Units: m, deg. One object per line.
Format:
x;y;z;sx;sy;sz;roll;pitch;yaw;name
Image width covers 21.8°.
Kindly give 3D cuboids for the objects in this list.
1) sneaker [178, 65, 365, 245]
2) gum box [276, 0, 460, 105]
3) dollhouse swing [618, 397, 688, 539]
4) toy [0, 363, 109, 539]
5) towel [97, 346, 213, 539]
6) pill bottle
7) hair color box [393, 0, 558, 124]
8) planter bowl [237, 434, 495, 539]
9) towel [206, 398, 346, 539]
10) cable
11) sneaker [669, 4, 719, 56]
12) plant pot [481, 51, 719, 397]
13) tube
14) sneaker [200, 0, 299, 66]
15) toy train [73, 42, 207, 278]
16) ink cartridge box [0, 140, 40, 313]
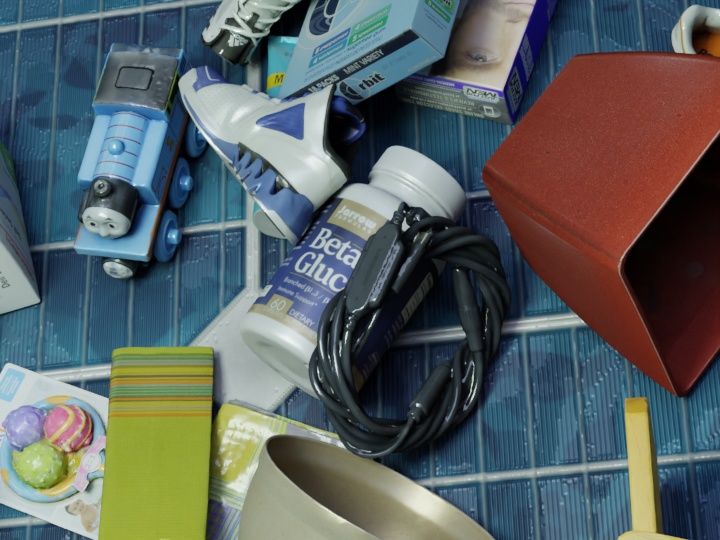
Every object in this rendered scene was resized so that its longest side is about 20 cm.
-0.060;-0.114;1.550;0.115;0.081;0.199;-37;48;-2;sneaker
0.021;-0.234;1.604;0.170;0.045;0.200;-24;39;43;gum box
0.261;0.204;1.305;0.182;0.200;0.176;9;65;17;dollhouse swing
-0.244;0.147;1.538;0.200;0.047;0.115;18;67;20;toy
-0.163;0.143;1.504;0.086;0.018;0.200;-1;49;-1;towel
0.000;0.000;1.520;0.111;0.111;0.200;28;72;24;pill bottle
0.110;-0.235;1.644;0.109;0.065;0.200;13;69;19;hair color box
-0.009;0.227;1.377;0.200;0.200;0.135;31;100;25;planter bowl
-0.090;0.205;1.487;0.144;0.023;0.200;21;69;21;towel
0.040;0.056;1.466;0.051;0.163;0.200;11;75;48;cable
0.344;-0.156;1.542;0.200;0.079;0.078;25;71;22;sneaker
0.216;-0.057;1.466;0.176;0.200;0.200;29;72;38;plant pot
-0.055;-0.124;1.638;0.077;0.050;0.200;7;59;0;tube
-0.076;-0.231;1.639;0.076;0.200;0.115;28;83;-19;sneaker
-0.193;-0.095;1.612;0.087;0.114;0.200;6;65;17;toy train
-0.332;-0.037;1.612;0.067;0.117;0.200;-17;61;1;ink cartridge box
